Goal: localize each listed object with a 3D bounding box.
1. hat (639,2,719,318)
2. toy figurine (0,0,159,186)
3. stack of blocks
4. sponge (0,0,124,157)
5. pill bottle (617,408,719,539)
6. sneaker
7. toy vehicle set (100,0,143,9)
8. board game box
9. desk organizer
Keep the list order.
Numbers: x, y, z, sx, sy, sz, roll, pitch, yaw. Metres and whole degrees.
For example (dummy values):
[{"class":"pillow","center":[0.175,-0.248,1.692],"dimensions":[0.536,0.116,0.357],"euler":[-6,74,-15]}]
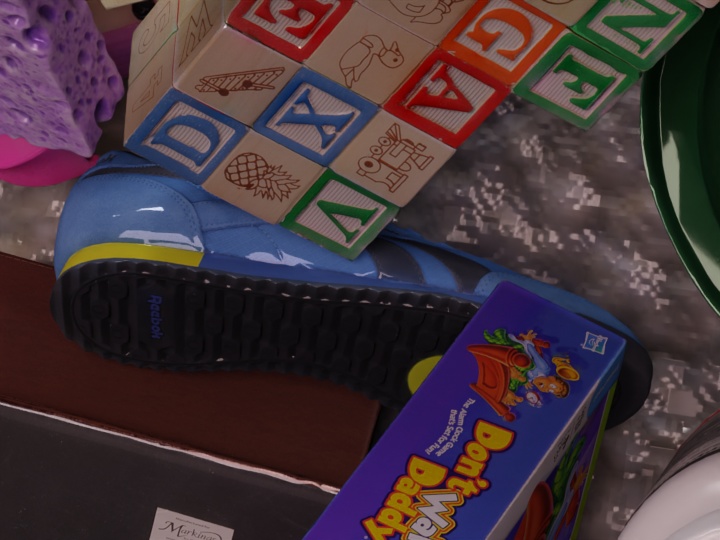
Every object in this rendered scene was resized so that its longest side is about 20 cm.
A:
[{"class":"hat","center":[0.147,-0.060,0.848],"dimensions":[0.166,0.176,0.200],"euler":[-18,85,15]},{"class":"toy figurine","center":[-0.105,-0.122,0.975],"dimensions":[0.200,0.150,0.184],"euler":[-7,102,-7]},{"class":"stack of blocks","center":[0.030,-0.093,0.864],"dimensions":[0.115,0.059,0.200],"euler":[27,127,-23]},{"class":"sponge","center":[-0.146,-0.112,0.836],"dimensions":[0.111,0.200,0.030],"euler":[14,60,24]},{"class":"pill bottle","center":[0.129,0.099,0.838],"dimensions":[0.116,0.200,0.116],"euler":[2,97,13]},{"class":"sneaker","center":[0.000,0.000,0.953],"dimensions":[0.200,0.078,0.066],"euler":[12,137,1]},{"class":"toy vehicle set","center":[-0.002,-0.151,0.770],"dimensions":[0.200,0.027,0.124],"euler":[-11,110,26]},{"class":"board game box","center":[0.006,0.116,0.862],"dimensions":[0.045,0.200,0.135],"euler":[26,140,16]},{"class":"desk organizer","center":[-0.095,0.051,0.976],"dimensions":[0.200,0.077,0.072],"euler":[15,128,2]}]
